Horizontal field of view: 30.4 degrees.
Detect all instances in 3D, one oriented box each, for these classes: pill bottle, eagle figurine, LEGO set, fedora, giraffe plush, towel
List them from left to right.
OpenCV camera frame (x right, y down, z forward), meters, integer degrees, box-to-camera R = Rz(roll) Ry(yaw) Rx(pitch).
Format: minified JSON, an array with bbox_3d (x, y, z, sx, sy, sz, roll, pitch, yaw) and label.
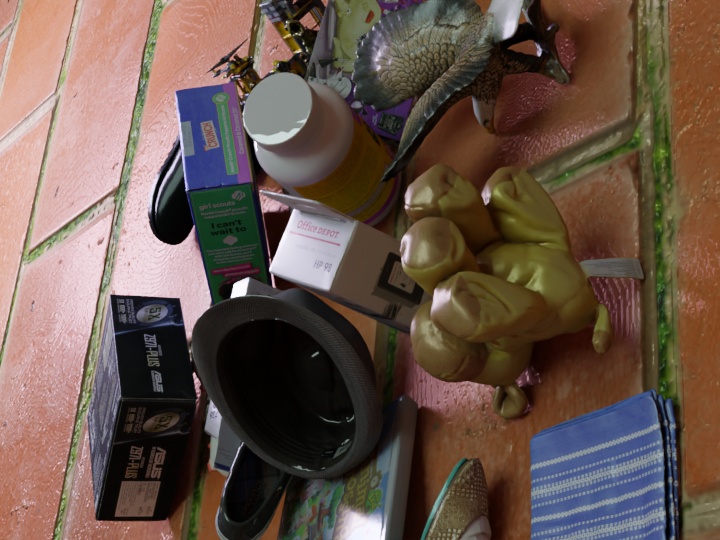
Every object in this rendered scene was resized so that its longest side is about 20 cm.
[{"bbox_3d":[-0.076,-0.265,1.492,0.200,0.116,0.153,-43,22,-14],"label":"LEGO set"},{"bbox_3d":[-0.053,0.089,1.211,0.175,0.201,0.090,-22,17,35],"label":"fedora"},{"bbox_3d":[-0.039,-0.118,1.307,0.103,0.200,0.106,-8,69,21],"label":"pill bottle"},{"bbox_3d":[0.089,-0.181,1.229,0.152,0.197,0.153,-77,-29,-84],"label":"eagle figurine"},{"bbox_3d":[0.104,0.029,1.074,0.163,0.197,0.174,124,156,-48],"label":"giraffe plush"},{"bbox_3d":[0.174,0.198,0.977,0.144,0.024,0.203,-28,49,46],"label":"towel"}]

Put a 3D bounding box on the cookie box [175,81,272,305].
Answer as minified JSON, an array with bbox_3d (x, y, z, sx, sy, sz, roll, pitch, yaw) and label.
[{"bbox_3d":[-0.148,-0.075,1.468,0.202,0.074,0.173,83,176,-46],"label":"cookie box"}]

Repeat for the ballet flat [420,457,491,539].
[{"bbox_3d":[0.070,0.253,1.073,0.065,0.070,0.202,27,96,30],"label":"ballet flat"}]

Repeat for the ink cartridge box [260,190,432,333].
[{"bbox_3d":[0.000,0.000,1.191,0.115,0.198,0.068,15,82,57],"label":"ink cartridge box"}]

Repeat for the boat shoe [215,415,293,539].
[{"bbox_3d":[-0.083,0.170,1.280,0.057,0.068,0.202,101,-171,-63],"label":"boat shoe"}]

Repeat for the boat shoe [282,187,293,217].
[{"bbox_3d":[-0.059,-0.105,1.468,0.066,0.071,0.202,-44,39,41],"label":"boat shoe"}]

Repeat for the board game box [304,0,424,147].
[{"bbox_3d":[0.013,-0.243,1.411,0.032,0.118,0.203,115,171,-78],"label":"board game box"}]

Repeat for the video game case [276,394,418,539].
[{"bbox_3d":[-0.021,0.231,1.201,0.182,0.022,0.202,-39,28,37],"label":"video game case"}]

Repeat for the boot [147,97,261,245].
[{"bbox_3d":[-0.184,-0.125,1.664,0.162,0.073,0.201,8,76,53],"label":"boot"}]

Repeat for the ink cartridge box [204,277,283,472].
[{"bbox_3d":[-0.100,0.118,1.356,0.039,0.099,0.203,-21,52,50],"label":"ink cartridge box"}]

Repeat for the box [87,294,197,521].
[{"bbox_3d":[-0.251,0.157,1.504,0.165,0.085,0.202,-109,29,-47],"label":"box"}]

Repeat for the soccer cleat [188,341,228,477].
[{"bbox_3d":[-0.137,0.131,1.437,0.077,0.069,0.202,-39,48,31],"label":"soccer cleat"}]
